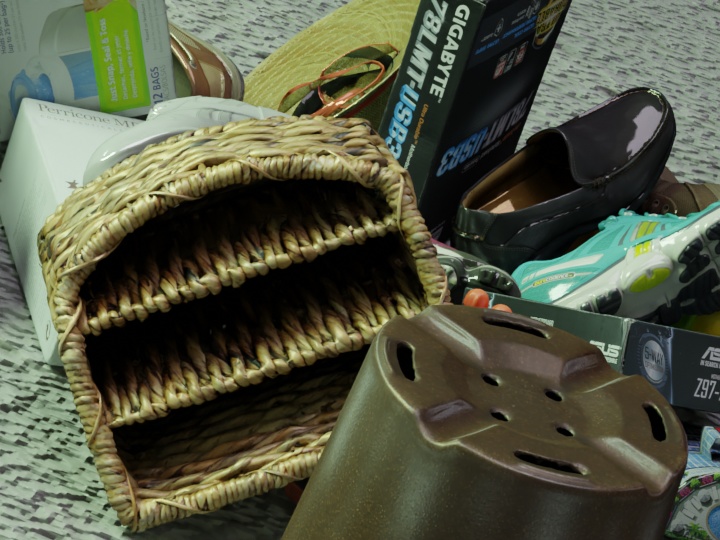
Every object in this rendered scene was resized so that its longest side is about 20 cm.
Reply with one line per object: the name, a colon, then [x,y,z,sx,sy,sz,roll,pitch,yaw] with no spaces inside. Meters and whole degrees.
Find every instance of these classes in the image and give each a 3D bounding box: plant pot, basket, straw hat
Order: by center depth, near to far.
plant pot: [0.048,0.137,1.229,0.199,0.199,0.201,17,25,-8]
basket: [-0.057,0.015,1.384,0.199,0.144,0.149,-17,31,-3]
straw hat: [-0.004,-0.102,1.799,0.085,0.200,0.201,54,16,-21]

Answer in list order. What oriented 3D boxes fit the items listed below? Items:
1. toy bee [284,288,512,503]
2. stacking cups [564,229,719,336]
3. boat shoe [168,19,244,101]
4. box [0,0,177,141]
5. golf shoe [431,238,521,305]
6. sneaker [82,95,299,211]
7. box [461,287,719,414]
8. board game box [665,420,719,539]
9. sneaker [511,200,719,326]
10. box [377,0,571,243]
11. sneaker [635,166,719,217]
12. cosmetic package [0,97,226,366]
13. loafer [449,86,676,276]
toy bee: [0.036,0.063,1.478,0.130,0.109,0.200,22,25,9]
stacking cups: [0.177,0.011,1.759,0.199,0.061,0.060,29,26,30]
boat shoe: [-0.169,-0.155,1.790,0.199,0.076,0.072,26,7,19]
box: [-0.219,-0.150,1.633,0.198,0.113,0.102,-11,37,-7]
golf shoe: [0.000,0.000,1.642,0.199,0.078,0.088,23,8,-5]
sneaker: [-0.100,-0.056,1.516,0.099,0.075,0.199,19,15,30]
box: [0.178,0.055,1.573,0.199,0.044,0.160,11,0,-33]
board game box: [0.250,0.132,1.475,0.199,0.062,0.200,17,5,-8]
sneaker: [0.185,-0.014,1.688,0.199,0.078,0.080,-23,46,-10]
box: [0.068,-0.112,1.748,0.049,0.200,0.200,25,25,15]
sneaker: [0.193,-0.029,1.816,0.075,0.071,0.200,-3,12,-14]
cosmetic package: [-0.143,-0.019,1.556,0.101,0.074,0.200,9,28,-24]
loafer: [0.134,-0.062,1.739,0.073,0.073,0.200,28,57,31]
